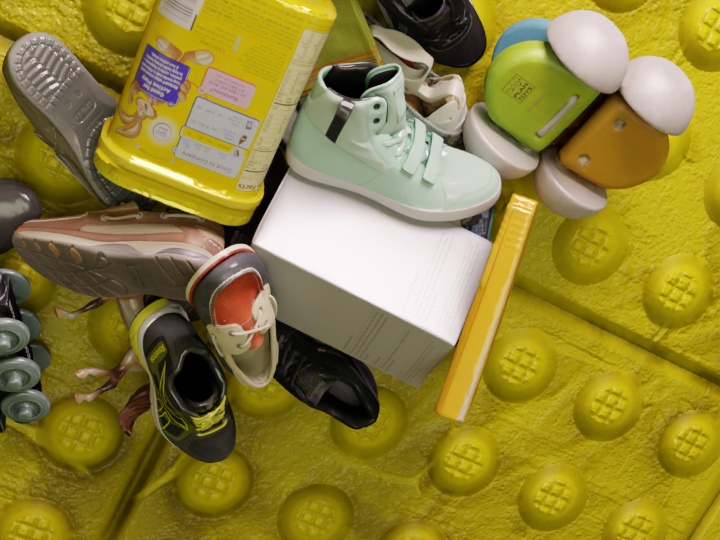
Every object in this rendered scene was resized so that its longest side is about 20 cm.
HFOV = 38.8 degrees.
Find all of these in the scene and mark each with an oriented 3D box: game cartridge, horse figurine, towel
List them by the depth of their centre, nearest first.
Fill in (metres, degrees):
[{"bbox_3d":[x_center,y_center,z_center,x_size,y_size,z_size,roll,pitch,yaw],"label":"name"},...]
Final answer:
[{"bbox_3d":[-0.036,-0.203,0.886,0.085,0.018,0.201,-18,119,13],"label":"towel"},{"bbox_3d":[0.120,0.029,0.947,0.032,0.176,0.202,18,95,9],"label":"game cartridge"},{"bbox_3d":[-0.225,0.052,0.990,0.131,0.050,0.202,-18,105,-29],"label":"horse figurine"}]

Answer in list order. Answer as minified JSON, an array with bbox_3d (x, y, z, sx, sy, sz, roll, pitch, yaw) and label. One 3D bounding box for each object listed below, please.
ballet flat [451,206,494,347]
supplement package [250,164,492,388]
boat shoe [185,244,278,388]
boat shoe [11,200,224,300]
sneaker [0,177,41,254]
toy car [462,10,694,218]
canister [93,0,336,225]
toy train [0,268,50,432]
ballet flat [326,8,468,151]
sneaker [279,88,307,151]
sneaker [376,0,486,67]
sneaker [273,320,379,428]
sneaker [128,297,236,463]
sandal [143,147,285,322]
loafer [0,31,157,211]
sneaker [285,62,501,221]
[{"bbox_3d":[0.095,-0.014,1.039,0.073,0.074,0.202,0,108,-13],"label":"ballet flat"},{"bbox_3d":[0.000,0.000,0.945,0.198,0.117,0.118,26,61,-3],"label":"supplement package"},{"bbox_3d":[-0.104,0.044,0.888,0.071,0.063,0.201,-29,159,-16],"label":"boat shoe"},{"bbox_3d":[-0.212,-0.022,0.914,0.198,0.072,0.076,8,141,10],"label":"boat shoe"},{"bbox_3d":[-0.383,-0.023,0.914,0.198,0.091,0.077,-21,111,-6],"label":"sneaker"},{"bbox_3d":[0.200,-0.163,0.967,0.199,0.151,0.175,25,131,-23],"label":"toy car"},{"bbox_3d":[-0.121,-0.155,0.852,0.147,0.087,0.201,20,118,-16],"label":"canister"},{"bbox_3d":[-0.350,0.077,0.936,0.113,0.086,0.201,-7,139,-10],"label":"toy train"},{"bbox_3d":[0.050,-0.173,0.950,0.199,0.071,0.070,33,55,-30],"label":"ballet flat"},{"bbox_3d":[-0.089,-0.204,0.933,0.085,0.077,0.201,-40,121,-7],"label":"sneaker"},{"bbox_3d":[0.057,-0.230,0.914,0.076,0.088,0.199,-41,136,14],"label":"sneaker"},{"bbox_3d":[-0.058,0.086,1.018,0.199,0.088,0.076,33,102,-20],"label":"sneaker"},{"bbox_3d":[-0.159,0.122,0.961,0.074,0.085,0.201,-33,132,-17],"label":"sneaker"},{"bbox_3d":[-0.142,-0.039,0.981,0.081,0.054,0.202,29,84,-35],"label":"sandal"},{"bbox_3d":[-0.250,-0.131,0.925,0.075,0.069,0.201,-46,127,-21],"label":"loafer"},{"bbox_3d":[0.043,-0.113,0.878,0.198,0.074,0.119,12,142,-11],"label":"sneaker"}]
